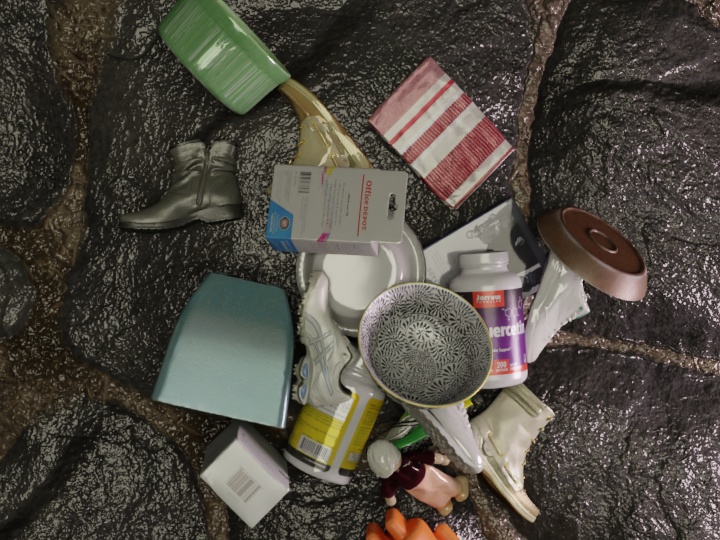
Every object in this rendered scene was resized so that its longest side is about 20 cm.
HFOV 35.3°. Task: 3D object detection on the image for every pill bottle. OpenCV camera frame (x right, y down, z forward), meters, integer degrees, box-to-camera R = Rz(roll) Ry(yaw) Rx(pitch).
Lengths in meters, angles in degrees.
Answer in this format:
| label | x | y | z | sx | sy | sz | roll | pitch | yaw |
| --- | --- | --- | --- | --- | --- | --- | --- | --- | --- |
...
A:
| label | x | y | z | sx | sy | sz | roll | pitch | yaw |
| --- | --- | --- | --- | --- | --- | --- | --- | --- | --- |
| pill bottle | -0.031 | 0.214 | 1.731 | 0.113 | 0.114 | 0.202 | 23 | 90 | -5 |
| pill bottle | 0.193 | 0.073 | 1.718 | 0.111 | 0.112 | 0.202 | -5 | 93 | -4 |

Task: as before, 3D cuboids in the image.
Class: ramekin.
| label | x | y | z | sx | sy | sz | roll | pitch | yaw |
| --- | --- | --- | --- | --- | --- | --- | --- | --- | --- |
| ramekin | -0.204 | -0.324 | 1.661 | 0.098 | 0.200 | 0.200 | -43 | 95 | 6 |

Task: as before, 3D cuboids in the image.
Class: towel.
| label | x | y | z | sx | sy | sz | roll | pitch | yaw |
| --- | --- | --- | --- | --- | --- | --- | --- | --- | --- |
| towel | 0.126 | -0.214 | 1.773 | 0.144 | 0.023 | 0.200 | -45 | 96 | -4 |

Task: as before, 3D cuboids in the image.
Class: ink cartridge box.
| label | x | y | z | sx | sy | sz | roll | pitch | yaw |
| --- | --- | --- | --- | --- | --- | --- | --- | --- | --- |
| ink cartridge box | -0.030 | -0.086 | 1.642 | 0.198 | 0.068 | 0.116 | 4 | 74 | 9 |

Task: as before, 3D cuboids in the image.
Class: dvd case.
| label | x | y | z | sx | sy | sz | roll | pitch | yaw |
| --- | --- | --- | --- | --- | --- | --- | --- | --- | --- |
| dvd case | 0.189 | -0.002 | 1.784 | 0.199 | 0.025 | 0.151 | -30 | 94 | -2 |

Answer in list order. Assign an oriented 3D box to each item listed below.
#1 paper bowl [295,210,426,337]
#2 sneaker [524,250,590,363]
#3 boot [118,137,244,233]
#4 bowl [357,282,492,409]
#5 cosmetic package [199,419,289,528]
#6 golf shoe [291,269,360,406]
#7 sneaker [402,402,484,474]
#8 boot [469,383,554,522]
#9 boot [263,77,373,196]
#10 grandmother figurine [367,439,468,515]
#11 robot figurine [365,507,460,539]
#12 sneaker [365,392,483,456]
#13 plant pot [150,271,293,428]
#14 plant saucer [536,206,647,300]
| label | x | y | z | sx | sy | sz | roll | pitch | yaw |
| --- | --- | --- | --- | --- | --- | --- | --- | --- | --- |
| paper bowl | 0.000 | 0.000 | 1.718 | 0.198 | 0.104 | 0.203 | 0 | 91 | 6 |
| sneaker | 0.307 | 0.061 | 1.747 | 0.088 | 0.075 | 0.202 | 19 | 110 | 5 |
| boot | -0.278 | -0.130 | 1.731 | 0.198 | 0.068 | 0.132 | -10 | 88 | -11 |
| bowl | 0.084 | 0.127 | 1.649 | 0.198 | 0.094 | 0.203 | 6 | 58 | -10 |
| cosmetic package | -0.171 | 0.294 | 1.681 | 0.081 | 0.200 | 0.113 | -44 | 97 | 0 |
| golf shoe | -0.046 | 0.099 | 1.653 | 0.096 | 0.078 | 0.202 | 4 | 101 | 8 |
| sneaker | 0.129 | 0.213 | 1.691 | 0.080 | 0.077 | 0.200 | -31 | 67 | -18 |
| boot | 0.252 | 0.282 | 1.776 | 0.155 | 0.072 | 0.200 | -43 | 107 | -12 |
| boot | -0.095 | -0.179 | 1.735 | 0.155 | 0.073 | 0.200 | -41 | 97 | 0 |
| grandmother figurine | 0.079 | 0.313 | 1.723 | 0.121 | 0.061 | 0.200 | -48 | 130 | 5 |
| robot figurine | 0.089 | 0.466 | 1.748 | 0.144 | 0.116 | 0.201 | -39 | 95 | -34 |
| sneaker | 0.091 | 0.232 | 1.766 | 0.199 | 0.078 | 0.085 | -33 | 67 | -7 |
| plant pot | -0.187 | 0.113 | 1.683 | 0.194 | 0.196 | 0.202 | 13 | 84 | -4 |
| plant saucer | 0.358 | -0.034 | 1.711 | 0.199 | 0.201 | 0.035 | 30 | 119 | -5 |
